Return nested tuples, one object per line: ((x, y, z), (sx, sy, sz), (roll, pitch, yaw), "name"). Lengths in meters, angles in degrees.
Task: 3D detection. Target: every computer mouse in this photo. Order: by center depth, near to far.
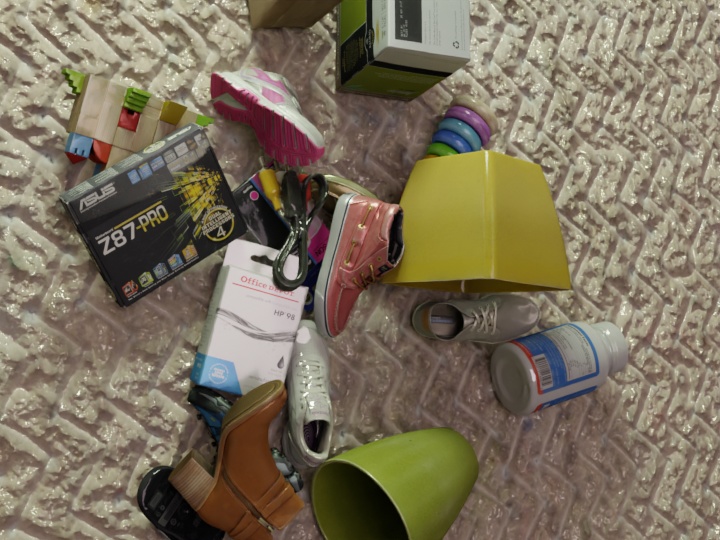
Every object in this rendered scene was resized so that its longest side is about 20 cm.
((-0.227, 0.352, 1.276), (0.200, 0.046, 0.141), (41, 61, -24), "computer mouse")

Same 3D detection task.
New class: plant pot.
((0.066, 0.299, 1.364), (0.199, 0.186, 0.189), (-26, 94, -40), "plant pot")
((0.165, -0.065, 1.399), (0.199, 0.198, 0.179), (8, 82, -46), "plant pot")

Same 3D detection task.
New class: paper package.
((-0.090, -0.457, 1.378), (0.102, 0.190, 0.203), (-6, 86, -28), "paper package")

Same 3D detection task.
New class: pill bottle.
((0.307, 0.142, 1.521), (0.198, 0.112, 0.114), (-13, 88, -26), "pill bottle")

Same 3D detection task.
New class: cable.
((-0.088, -0.063, 1.348), (0.096, 0.050, 0.203), (7, 69, -30), "cable")

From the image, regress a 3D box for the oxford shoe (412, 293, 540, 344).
((0.176, 0.073, 1.476), (0.197, 0.058, 0.076), (-1, 89, -12), "oxford shoe")

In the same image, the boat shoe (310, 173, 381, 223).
((0.004, -0.067, 1.433), (0.200, 0.073, 0.064), (35, 65, -24), "boat shoe")

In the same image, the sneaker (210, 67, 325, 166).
((-0.113, -0.222, 1.361), (0.200, 0.082, 0.088), (41, 54, 21), "sneaker")

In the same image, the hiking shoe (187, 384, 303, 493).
((-0.165, 0.239, 1.307), (0.087, 0.074, 0.200), (-44, 94, -11), "hiking shoe")

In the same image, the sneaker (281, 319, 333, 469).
((-0.062, 0.166, 1.351), (0.074, 0.099, 0.203), (1, 81, -22), "sneaker")

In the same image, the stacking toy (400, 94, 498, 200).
((0.125, -0.166, 1.502), (0.085, 0.085, 0.201), (40, 73, -15), "stacking toy")

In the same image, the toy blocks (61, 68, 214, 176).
((-0.305, -0.163, 1.297), (0.198, 0.100, 0.138), (17, 88, -31), "toy blocks")

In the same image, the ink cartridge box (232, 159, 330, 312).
((-0.099, -0.048, 1.402), (0.095, 0.037, 0.201), (-42, 103, -24), "ink cartridge box")

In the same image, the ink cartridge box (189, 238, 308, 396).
((-0.143, 0.065, 1.326), (0.115, 0.067, 0.203), (16, 85, -17), "ink cartridge box")

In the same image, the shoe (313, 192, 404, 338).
((0.000, 0.000, 1.353), (0.071, 0.090, 0.203), (7, 95, -64), "shoe")

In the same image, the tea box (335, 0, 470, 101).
((0.056, -0.373, 1.431), (0.132, 0.196, 0.203), (4, 82, -24), "tea box")

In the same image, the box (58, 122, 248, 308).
((-0.261, -0.072, 1.280), (0.199, 0.049, 0.163), (-32, 119, -19), "box")

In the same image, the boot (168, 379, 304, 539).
((-0.124, 0.247, 1.252), (0.155, 0.074, 0.200), (43, 101, -11), "boot")
